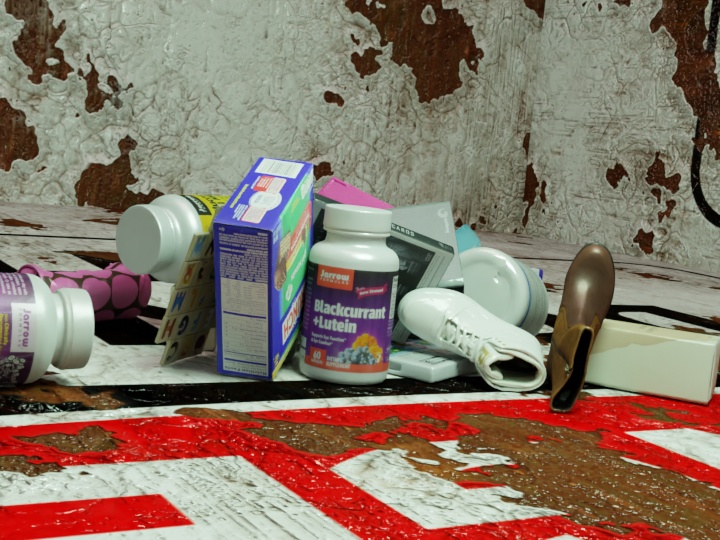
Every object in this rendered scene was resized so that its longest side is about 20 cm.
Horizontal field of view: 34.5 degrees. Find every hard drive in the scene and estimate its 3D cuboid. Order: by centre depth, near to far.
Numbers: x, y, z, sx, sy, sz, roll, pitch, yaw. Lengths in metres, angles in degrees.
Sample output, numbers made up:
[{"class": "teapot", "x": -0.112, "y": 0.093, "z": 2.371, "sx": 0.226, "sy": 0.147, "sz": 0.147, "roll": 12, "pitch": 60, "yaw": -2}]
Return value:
[{"class": "hard drive", "x": 0.034, "y": -0.019, "z": 1.563, "sx": 0.196, "sy": 0.142, "sz": 0.033, "roll": -7, "pitch": -35, "yaw": 0}]

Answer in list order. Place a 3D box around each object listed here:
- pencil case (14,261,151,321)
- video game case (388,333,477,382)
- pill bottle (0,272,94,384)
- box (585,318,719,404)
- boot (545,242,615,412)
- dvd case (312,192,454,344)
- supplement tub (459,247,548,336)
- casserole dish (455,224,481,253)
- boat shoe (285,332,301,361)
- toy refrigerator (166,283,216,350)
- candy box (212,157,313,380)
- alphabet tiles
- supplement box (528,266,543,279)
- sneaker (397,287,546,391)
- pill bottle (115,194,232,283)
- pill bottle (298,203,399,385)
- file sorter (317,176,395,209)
[{"class": "pencil case", "x": -0.379, "y": 0.028, "z": 1.558, "sx": 0.094, "sy": 0.091, "sz": 0.199, "roll": 49, "pitch": 25, "yaw": 23}, {"class": "video game case", "x": 0.069, "y": 0.110, "z": 1.540, "sx": 0.180, "sy": 0.024, "sz": 0.199, "roll": 10, "pitch": 8, "yaw": 33}, {"class": "pill bottle", "x": -0.375, "y": 0.058, "z": 1.170, "sx": 0.197, "sy": 0.115, "sz": 0.112, "roll": 1, "pitch": 8, "yaw": -31}, {"class": "box", "x": 0.366, "y": 0.114, "z": 1.524, "sx": 0.196, "sy": 0.079, "sz": 0.095, "roll": 8, "pitch": 6, "yaw": 21}, {"class": "boot", "x": 0.262, "y": 0.062, "z": 1.405, "sx": 0.068, "sy": 0.191, "sz": 0.200, "roll": 24, "pitch": 8, "yaw": 9}, {"class": "dvd case", "x": 0.000, "y": 0.000, "z": 1.477, "sx": 0.197, "sy": 0.152, "sz": 0.025, "roll": 20, "pitch": 28, "yaw": -16}, {"class": "supplement tub", "x": 0.191, "y": 0.042, "z": 1.647, "sx": 0.130, "sy": 0.135, "sz": 0.200, "roll": 8, "pitch": -3, "yaw": 20}, {"class": "casserole dish", "x": 0.117, "y": 0.016, "z": 1.684, "sx": 0.038, "sy": 0.122, "sz": 0.200, "roll": 32, "pitch": 45, "yaw": 18}, {"class": "boat shoe", "x": -0.099, "y": 0.067, "z": 1.526, "sx": 0.059, "sy": 0.077, "sz": 0.200, "roll": 12, "pitch": 7, "yaw": 8}, {"class": "toy refrigerator", "x": -0.216, "y": 0.049, "z": 1.563, "sx": 0.069, "sy": 0.077, "sz": 0.200, "roll": 6, "pitch": 7, "yaw": 0}, {"class": "candy box", "x": -0.109, "y": -0.003, "z": 1.351, "sx": 0.076, "sy": 0.203, "sz": 0.170, "roll": 10, "pitch": 32, "yaw": 10}, {"class": "alphabet tiles", "x": -0.179, "y": 0.014, "z": 1.373, "sx": 0.006, "sy": 0.203, "sz": 0.166, "roll": 25, "pitch": 12, "yaw": 16}, {"class": "supplement box", "x": 0.195, "y": 0.037, "z": 1.940, "sx": 0.197, "sy": 0.105, "sz": 0.101, "roll": 0, "pitch": 9, "yaw": -31}, {"class": "sneaker", "x": 0.141, "y": 0.085, "z": 1.443, "sx": 0.197, "sy": 0.075, "sz": 0.116, "roll": 21, "pitch": 13, "yaw": -3}, {"class": "pill bottle", "x": -0.218, "y": -0.042, "z": 1.513, "sx": 0.111, "sy": 0.115, "sz": 0.199, "roll": 10, "pitch": 8, "yaw": 34}, {"class": "pill bottle", "x": -0.012, "y": 0.026, "z": 1.388, "sx": 0.109, "sy": 0.204, "sz": 0.111, "roll": 5, "pitch": 6, "yaw": -1}, {"class": "file sorter", "x": 0.001, "y": -0.015, "z": 1.721, "sx": 0.198, "sy": 0.126, "sz": 0.139, "roll": 28, "pitch": 61, "yaw": 29}]
